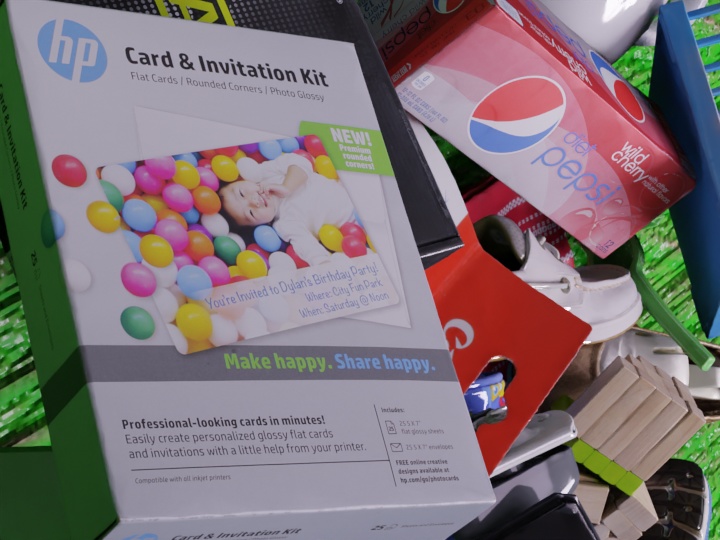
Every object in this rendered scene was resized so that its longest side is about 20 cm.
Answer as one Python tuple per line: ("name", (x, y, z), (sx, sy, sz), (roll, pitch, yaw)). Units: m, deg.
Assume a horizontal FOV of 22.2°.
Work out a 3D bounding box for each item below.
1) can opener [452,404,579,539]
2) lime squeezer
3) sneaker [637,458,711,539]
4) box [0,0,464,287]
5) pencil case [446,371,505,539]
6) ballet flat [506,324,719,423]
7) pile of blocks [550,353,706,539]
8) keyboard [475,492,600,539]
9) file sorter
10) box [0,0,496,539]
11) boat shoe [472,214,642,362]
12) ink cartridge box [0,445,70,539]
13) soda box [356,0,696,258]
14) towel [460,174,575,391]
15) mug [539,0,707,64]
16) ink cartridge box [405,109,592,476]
("can opener", (0.014, 0.112, 0.827), (0.199, 0.053, 0.067), (-20, 99, -18))
("lime squeezer", (0.153, -0.005, 1.047), (0.071, 0.038, 0.200), (45, 17, -18))
("sneaker", (0.163, 0.206, 1.058), (0.089, 0.078, 0.201), (36, 66, -54))
("box", (-0.073, -0.073, 0.749), (0.193, 0.047, 0.201), (-16, 78, -38))
("pencil case", (0.049, 0.145, 0.913), (0.087, 0.078, 0.201), (-20, 102, -55))
("ballet flat", (0.166, 0.060, 1.031), (0.200, 0.072, 0.068), (12, 78, -48))
("pile of blocks", (0.115, 0.124, 0.982), (0.062, 0.082, 0.201), (-100, -157, -63))
("keyboard", (0.032, 0.188, 0.855), (0.200, 0.040, 0.104), (-30, 105, -3))
("file sorter", (0.236, -0.061, 1.012), (0.200, 0.122, 0.139), (67, 9, -75))
("box", (-0.047, 0.002, 0.660), (0.155, 0.041, 0.201), (3, 58, -36))
("boat shoe", (0.075, 0.006, 0.931), (0.200, 0.071, 0.070), (-9, 98, -46))
("ink cartridge box", (-0.082, 0.171, 0.703), (0.084, 0.146, 0.201), (-47, 122, -43))
("soda box", (0.084, -0.083, 0.901), (0.200, 0.070, 0.064), (32, 27, -45))
("towel", (0.087, 0.044, 1.012), (0.144, 0.022, 0.201), (-30, 109, -46))
("mug", (0.131, -0.196, 0.988), (0.200, 0.147, 0.176), (21, 83, -43))
("ink cartridge box", (0.000, 0.000, 0.812), (0.200, 0.047, 0.160), (37, 48, 5))
